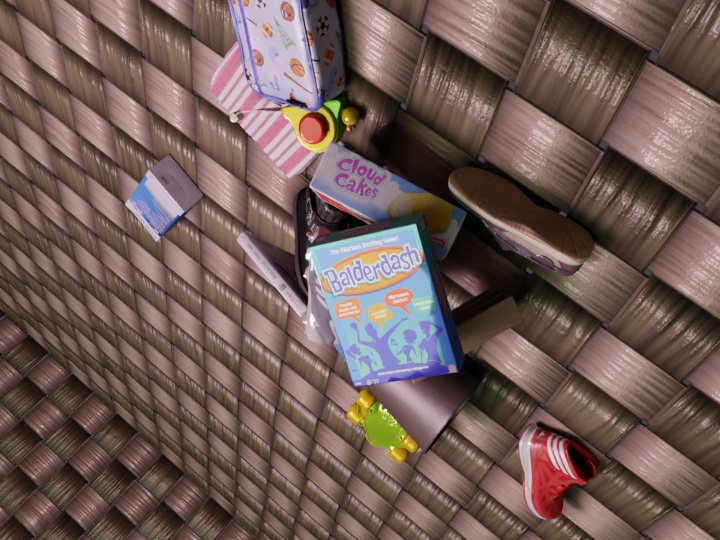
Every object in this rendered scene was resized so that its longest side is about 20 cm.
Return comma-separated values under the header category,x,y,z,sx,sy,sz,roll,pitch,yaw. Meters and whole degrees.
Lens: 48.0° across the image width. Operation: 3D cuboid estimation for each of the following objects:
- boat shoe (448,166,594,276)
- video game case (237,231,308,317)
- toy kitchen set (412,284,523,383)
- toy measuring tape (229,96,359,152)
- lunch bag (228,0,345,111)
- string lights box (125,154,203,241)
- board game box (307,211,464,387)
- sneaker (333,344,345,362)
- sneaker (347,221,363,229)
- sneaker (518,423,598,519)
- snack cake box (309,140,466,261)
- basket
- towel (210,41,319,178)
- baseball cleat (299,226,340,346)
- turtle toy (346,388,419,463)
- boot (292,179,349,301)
category,x,y,z,sx,sy,sz,roll,pitch,yaw
boat shoe,0.191,-0.056,1.005,0.198,0.072,0.065,30,142,13
video game case,-0.099,0.024,1.340,0.182,0.024,0.199,48,-171,26
toy kitchen set,0.092,0.013,1.150,0.203,0.178,0.163,61,180,-8
toy measuring tape,-0.091,-0.199,1.138,0.196,0.074,0.075,-2,130,23
lunch bag,-0.101,-0.307,1.051,0.158,0.076,0.203,24,139,29
string lights box,-0.394,-0.140,1.609,0.103,0.059,0.199,50,149,-8
board game box,0.034,0.041,1.026,0.149,0.045,0.204,-11,108,23
sneaker,-0.027,0.111,1.454,0.201,0.066,0.078,51,157,-19
sneaker,0.000,0.000,1.311,0.094,0.070,0.201,49,152,23
sneaker,0.325,0.345,1.305,0.114,0.078,0.202,13,138,43
snack cake box,0.037,-0.087,1.067,0.197,0.068,0.115,28,-178,4
basket,0.080,0.180,1.355,0.199,0.136,0.182,40,141,15
towel,-0.135,-0.243,1.219,0.200,0.030,0.146,48,149,-9
baseball cleat,-0.032,0.026,1.158,0.104,0.070,0.203,11,133,6
turtle toy,0.056,0.276,1.518,0.145,0.101,0.201,41,149,7
boot,-0.042,-0.055,1.202,0.157,0.078,0.216,-33,68,60
